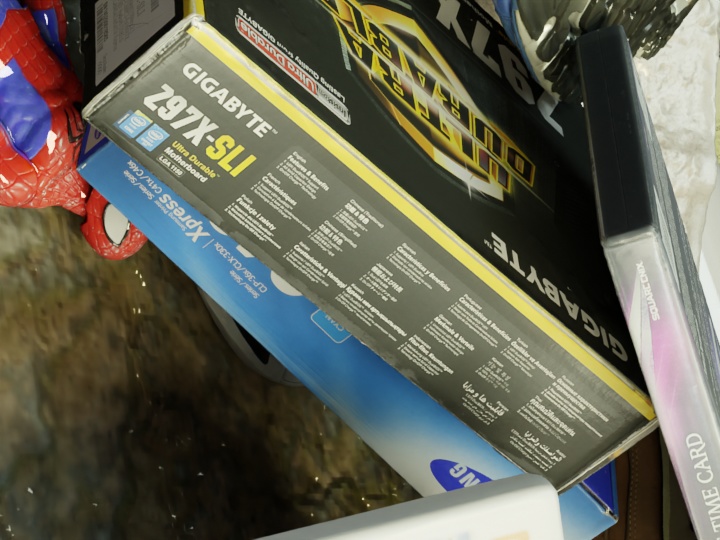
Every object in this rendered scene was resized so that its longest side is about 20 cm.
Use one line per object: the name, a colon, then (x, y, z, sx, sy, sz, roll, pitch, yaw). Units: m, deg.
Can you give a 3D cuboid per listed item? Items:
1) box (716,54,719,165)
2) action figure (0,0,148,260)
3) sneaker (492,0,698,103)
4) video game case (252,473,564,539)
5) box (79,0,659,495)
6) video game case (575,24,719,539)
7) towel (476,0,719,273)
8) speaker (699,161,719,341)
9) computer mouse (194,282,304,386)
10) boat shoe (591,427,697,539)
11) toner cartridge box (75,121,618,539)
box: (0.137, -0.058, 1.183, 0.050, 0.075, 0.200, -2, 75, -55)
action figure: (-0.121, -0.087, 0.883, 0.200, 0.052, 0.065, 60, 33, -18)
sneaker: (0.065, -0.111, 0.951, 0.089, 0.079, 0.200, 38, 13, 7)
video game case: (-0.029, 0.163, 0.775, 0.200, 0.022, 0.183, -12, 102, -17)
box: (0.001, -0.047, 0.859, 0.200, 0.049, 0.160, 40, 23, -30)
video game case: (0.102, 0.044, 0.857, 0.143, 0.019, 0.200, -88, 161, -64)
towel: (0.063, -0.069, 1.044, 0.132, 0.034, 0.201, 6, 81, -19)
speaker: (0.093, -0.050, 1.113, 0.081, 0.081, 0.200, -20, 91, -54)
computer mouse: (-0.043, -0.058, 0.971, 0.110, 0.044, 0.200, -40, 106, -54)
boat shoe: (0.084, 0.086, 0.955, 0.200, 0.068, 0.072, -90, 159, -56)
toner cartridge box: (0.000, 0.000, 0.906, 0.200, 0.043, 0.095, 44, 24, -21)
